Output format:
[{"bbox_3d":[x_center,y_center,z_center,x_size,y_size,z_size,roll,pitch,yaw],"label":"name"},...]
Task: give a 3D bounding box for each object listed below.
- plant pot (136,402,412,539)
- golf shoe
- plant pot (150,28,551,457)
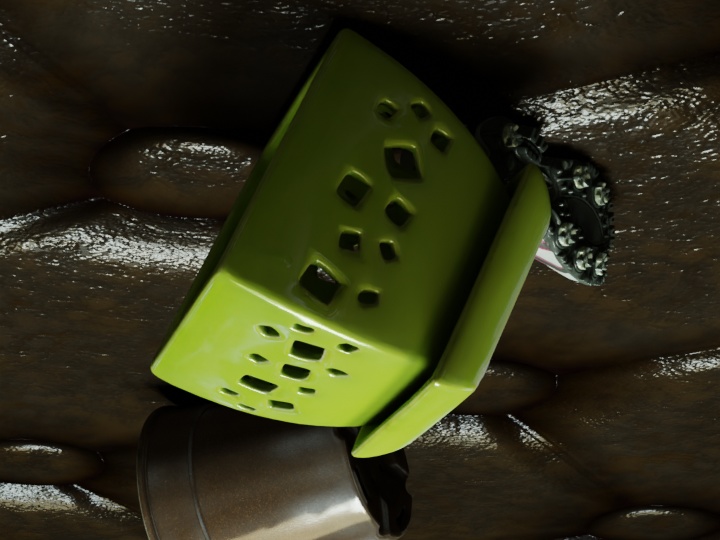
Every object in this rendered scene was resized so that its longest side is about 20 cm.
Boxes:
[{"bbox_3d":[-0.071,0.194,1.874,0.197,0.201,0.200,-18,152,19],"label":"plant pot"},{"bbox_3d":[0.112,-0.051,1.451,0.088,0.078,0.200,1,156,39],"label":"golf shoe"},{"bbox_3d":[0.000,0.000,1.324,0.181,0.200,0.200,29,153,-7],"label":"plant pot"}]
